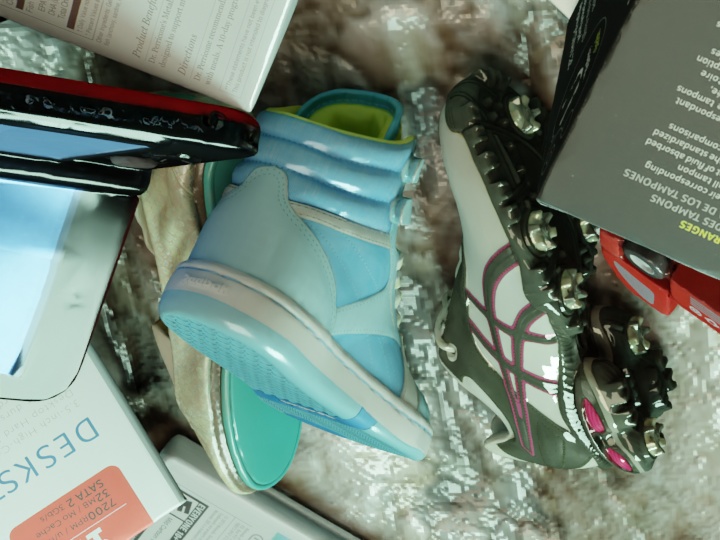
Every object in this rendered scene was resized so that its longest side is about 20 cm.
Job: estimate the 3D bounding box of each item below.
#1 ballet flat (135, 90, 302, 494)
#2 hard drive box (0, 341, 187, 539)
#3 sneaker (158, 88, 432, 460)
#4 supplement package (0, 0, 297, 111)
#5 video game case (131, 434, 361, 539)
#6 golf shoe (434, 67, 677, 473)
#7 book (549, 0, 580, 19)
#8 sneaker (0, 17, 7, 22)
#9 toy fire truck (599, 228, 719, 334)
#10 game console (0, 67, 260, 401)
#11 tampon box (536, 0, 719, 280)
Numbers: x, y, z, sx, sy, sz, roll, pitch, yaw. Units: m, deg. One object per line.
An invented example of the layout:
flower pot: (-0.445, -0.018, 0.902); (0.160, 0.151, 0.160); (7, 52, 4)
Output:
ballet flat: (-0.065, 0.007, 0.898); (0.062, 0.067, 0.200); (20, 128, 33)
hard drive box: (-0.195, 0.057, 0.895); (0.156, 0.077, 0.200); (-34, 119, -10)
sneaker: (0.000, 0.000, 0.862); (0.079, 0.131, 0.200); (17, 166, 25)
supplement package: (-0.106, -0.162, 0.742); (0.200, 0.114, 0.110); (21, 128, -4)
video game case: (-0.066, 0.193, 1.042); (0.182, 0.024, 0.200); (31, 124, -11)
golf shoe: (0.063, 0.010, 0.855); (0.088, 0.077, 0.200); (-10, 122, 27)
book: (0.175, -0.101, 0.773); (0.200, 0.048, 0.134); (40, 121, -13)
sneaker: (-0.226, -0.104, 0.790); (0.200, 0.078, 0.085); (-9, 141, -20)
toy fire truck: (0.189, 0.039, 0.838); (0.200, 0.049, 0.141); (36, 170, 18)
game console: (-0.163, -0.011, 0.760); (0.200, 0.119, 0.172); (7, 176, -31)
tampon box: (0.158, -0.109, 0.660); (0.126, 0.150, 0.200); (23, 122, -3)
